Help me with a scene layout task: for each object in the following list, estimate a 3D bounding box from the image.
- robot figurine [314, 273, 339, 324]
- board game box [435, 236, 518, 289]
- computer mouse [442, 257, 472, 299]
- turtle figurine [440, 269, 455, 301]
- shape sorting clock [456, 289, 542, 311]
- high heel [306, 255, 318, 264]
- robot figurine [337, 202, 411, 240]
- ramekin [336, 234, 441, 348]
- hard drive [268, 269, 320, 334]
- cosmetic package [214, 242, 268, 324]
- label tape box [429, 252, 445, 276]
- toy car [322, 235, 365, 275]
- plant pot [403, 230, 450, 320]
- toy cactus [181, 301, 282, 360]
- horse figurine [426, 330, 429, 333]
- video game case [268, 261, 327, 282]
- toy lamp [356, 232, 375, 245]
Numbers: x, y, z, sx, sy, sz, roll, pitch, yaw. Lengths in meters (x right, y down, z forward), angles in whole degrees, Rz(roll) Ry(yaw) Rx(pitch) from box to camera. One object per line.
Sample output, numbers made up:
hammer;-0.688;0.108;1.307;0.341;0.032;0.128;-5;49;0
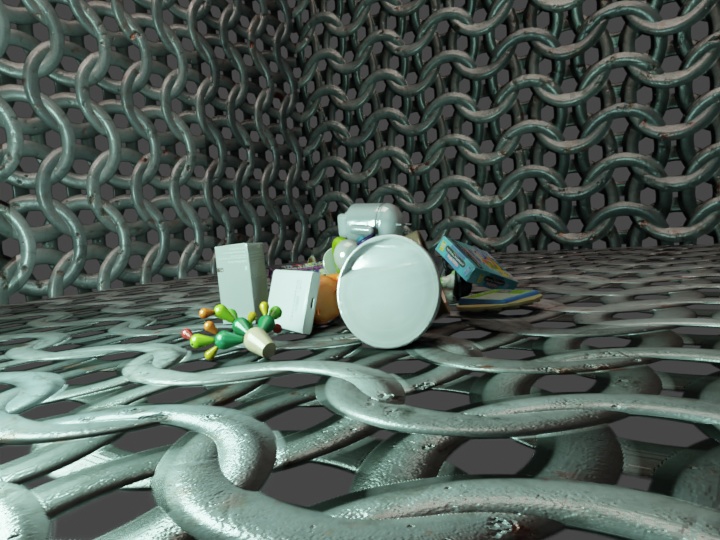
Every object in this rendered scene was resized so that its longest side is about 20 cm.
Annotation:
robot figurine;-0.110;0.069;1.335;0.141;0.119;0.199;-4;3;-24
board game box;0.319;-0.013;1.513;0.198;0.047;0.151;15;26;-40
computer mouse;0.281;0.018;1.582;0.052;0.141;0.200;-4;14;-4
turtle figurine;0.160;0.010;1.508;0.190;0.147;0.201;6;24;8
shape sorting clock;0.322;0.074;1.291;0.196;0.040;0.200;-6;5;1
high heel;-0.159;0.033;1.623;0.070;0.146;0.200;-3;5;11
robot figurine;0.035;-0.125;1.511;0.197;0.115;0.169;3;20;28
ramekin;0.061;0.041;1.036;0.198;0.207;0.094;-3;-7;19
hard drive;-0.159;0.068;1.271;0.026;0.135;0.199;12;-5;-32
cosmetic package;-0.302;0.033;1.430;0.105;0.204;0.090;-5;2;22
label tape box;0.241;-0.011;1.777;0.197;0.064;0.144;24;0;-8
toy car;0.000;0.000;1.436;0.148;0.203;0.175;-22;-2;-20
plant pot;0.088;0.033;1.246;0.172;0.204;0.200;-21;2;11
toy cactus;-0.219;0.124;1.048;0.198;0.104;0.164;-5;23;-42
horse figurine;0.051;0.079;1.135;0.197;0.135;0.050;-11;-21;26
video game case;-0.135;0.046;1.545;0.197;0.036;0.182;-7;41;-30
toy lamp;0.057;0.012;1.349;0.058;0.202;0.058;-29;5;3
